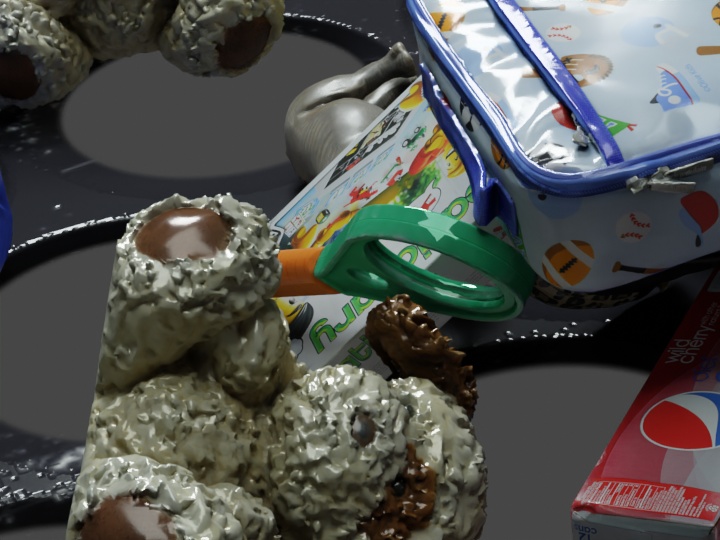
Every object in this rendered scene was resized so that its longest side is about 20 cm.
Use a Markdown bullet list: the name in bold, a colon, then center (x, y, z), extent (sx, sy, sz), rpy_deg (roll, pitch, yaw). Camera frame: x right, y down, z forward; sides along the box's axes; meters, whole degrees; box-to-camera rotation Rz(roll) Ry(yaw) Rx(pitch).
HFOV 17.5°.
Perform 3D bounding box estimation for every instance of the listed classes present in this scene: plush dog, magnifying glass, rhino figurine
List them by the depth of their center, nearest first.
- **plush dog**: center (-0.030, 0.088, 0.981), extent (0.171, 0.161, 0.200), rpy_deg (9, 56, -5)
- **magnifying glass**: center (0.000, 0.000, 1.038), extent (0.200, 0.080, 0.022), rpy_deg (-1, 62, 55)
- **rhino figurine**: center (0.015, -0.051, 1.240), extent (0.087, 0.060, 0.200), rpy_deg (-29, 34, 0)
- **plush dog**: center (-0.154, -0.211, 1.411), extent (0.200, 0.172, 0.161), rpy_deg (-8, 32, -3)

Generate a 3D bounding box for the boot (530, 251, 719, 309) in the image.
- **boot**: center (0.177, -0.035, 1.118), extent (0.200, 0.073, 0.151), rpy_deg (-18, -4, -31)

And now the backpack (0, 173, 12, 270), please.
- **backpack**: center (-0.295, -0.039, 1.179), extent (0.200, 0.168, 0.163), rpy_deg (-5, 24, 10)

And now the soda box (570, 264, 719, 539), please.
- **soda box**: center (0.153, 0.076, 0.997), extent (0.063, 0.070, 0.200), rpy_deg (6, 32, 26)

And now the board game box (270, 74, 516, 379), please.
- **board game box**: center (0.026, -0.027, 1.118), extent (0.200, 0.035, 0.126), rpy_deg (-44, 34, 10)

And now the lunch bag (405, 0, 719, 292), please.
- **lunch bag**: center (0.108, -0.077, 0.990), extent (0.160, 0.076, 0.200), rpy_deg (-16, 38, -10)
